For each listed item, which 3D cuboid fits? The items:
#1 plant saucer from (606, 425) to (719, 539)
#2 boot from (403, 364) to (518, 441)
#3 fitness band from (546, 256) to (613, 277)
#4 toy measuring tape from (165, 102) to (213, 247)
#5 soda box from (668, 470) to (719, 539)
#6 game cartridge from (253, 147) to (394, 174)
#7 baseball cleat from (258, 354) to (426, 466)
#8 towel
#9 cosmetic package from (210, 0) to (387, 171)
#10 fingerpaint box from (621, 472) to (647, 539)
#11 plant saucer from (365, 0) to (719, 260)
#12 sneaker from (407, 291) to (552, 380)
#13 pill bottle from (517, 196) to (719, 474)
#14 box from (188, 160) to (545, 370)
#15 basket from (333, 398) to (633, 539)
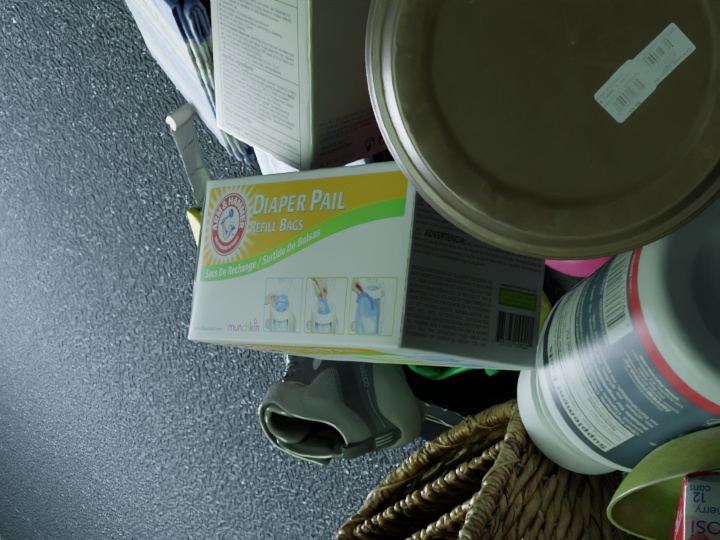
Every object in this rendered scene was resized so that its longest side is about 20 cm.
[{"bbox_3d":[0.229,0.112,0.785,0.200,0.198,0.031,130,145,-62],"label":"plant saucer"},{"bbox_3d":[0.068,0.141,1.134,0.199,0.076,0.169,20,135,37],"label":"boot"},{"bbox_3d":[0.102,-0.084,0.866,0.143,0.037,0.201,29,145,39],"label":"fitness band"},{"bbox_3d":[-0.104,-0.040,1.204,0.073,0.073,0.201,28,144,39],"label":"toy measuring tape"},{"bbox_3d":[0.192,0.163,0.775,0.063,0.071,0.200,2,158,10],"label":"soda box"},{"bbox_3d":[-0.024,-0.083,1.020,0.133,0.040,0.202,-11,100,53],"label":"game cartridge"},{"bbox_3d":[-0.038,0.069,1.057,0.200,0.106,0.070,34,136,54],"label":"baseball cleat"},{"bbox_3d":[-0.135,-0.175,1.074,0.147,0.024,0.200,51,170,26],"label":"towel"},{"bbox_3d":[-0.035,-0.171,0.889,0.105,0.071,0.202,31,132,40],"label":"cosmetic package"},{"bbox_3d":[0.217,0.214,0.989,0.168,0.073,0.199,59,152,-12],"label":"fingerpaint box"},{"bbox_3d":[0.099,-0.102,0.706,0.201,0.199,0.029,56,-168,-6],"label":"plant saucer"},{"bbox_3d":[0.044,0.025,1.027,0.199,0.083,0.074,10,135,54],"label":"sneaker"},{"bbox_3d":[0.166,0.045,0.824,0.120,0.119,0.200,50,153,5],"label":"pill bottle"},{"bbox_3d":[0.000,0.000,0.886,0.199,0.112,0.102,-1,81,50],"label":"box"},{"bbox_3d":[0.055,0.161,0.959,0.200,0.148,0.144,-38,45,44],"label":"basket"}]
